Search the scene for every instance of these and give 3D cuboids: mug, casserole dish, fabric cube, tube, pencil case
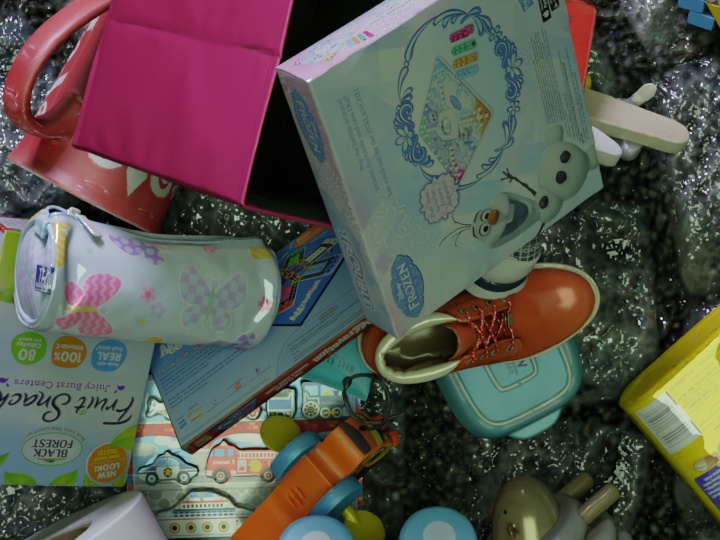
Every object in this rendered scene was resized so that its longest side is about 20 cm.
[{"bbox_3d":[-0.172,-0.146,1.040,0.133,0.178,0.201,27,88,3],"label":"mug"},{"bbox_3d":[0.109,0.049,1.122,0.120,0.039,0.201,-27,94,0],"label":"casserole dish"},{"bbox_3d":[-0.050,-0.144,0.952,0.195,0.199,0.202,10,97,-45],"label":"fabric cube"},{"bbox_3d":[0.000,0.000,1.113,0.077,0.050,0.202,19,95,17],"label":"tube"},{"bbox_3d":[-0.158,0.008,1.012,0.199,0.083,0.092,9,89,-34],"label":"pencil case"}]

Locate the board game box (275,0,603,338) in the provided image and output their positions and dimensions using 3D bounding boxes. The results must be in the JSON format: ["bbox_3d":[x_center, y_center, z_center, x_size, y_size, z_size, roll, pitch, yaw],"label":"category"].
[{"bbox_3d":[0.061,-0.091,0.889,0.198,0.043,0.201,-35,127,-22],"label":"board game box"}]

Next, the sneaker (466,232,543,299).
[{"bbox_3d":[0.070,-0.075,1.034,0.076,0.081,0.200,-32,69,-24],"label":"sneaker"}]

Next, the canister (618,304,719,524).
[{"bbox_3d":[0.328,0.140,1.110,0.148,0.087,0.200,-40,92,1],"label":"canister"}]

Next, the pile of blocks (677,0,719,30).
[{"bbox_3d":[0.284,-0.263,1.108,0.062,0.082,0.201,-40,107,-42],"label":"pile of blocks"}]

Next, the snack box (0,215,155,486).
[{"bbox_3d":[-0.237,0.067,1.063,0.141,0.053,0.202,8,102,-32],"label":"snack box"}]

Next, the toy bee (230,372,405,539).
[{"bbox_3d":[-0.013,0.161,1.084,0.199,0.108,0.132,-28,82,30],"label":"toy bee"}]

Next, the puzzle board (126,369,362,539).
[{"bbox_3d":[-0.097,0.161,1.132,0.198,0.017,0.152,-2,93,-1],"label":"puzzle board"}]

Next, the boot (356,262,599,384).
[{"bbox_3d":[0.098,0.046,1.051,0.198,0.107,0.076,-15,94,-3],"label":"boot"}]

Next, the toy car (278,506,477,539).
[{"bbox_3d":[0.019,0.314,1.020,0.175,0.185,0.201,-4,50,-2],"label":"toy car"}]

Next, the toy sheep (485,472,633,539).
[{"bbox_3d":[0.171,0.251,1.092,0.137,0.138,0.201,-33,99,0],"label":"toy sheep"}]

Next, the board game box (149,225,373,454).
[{"bbox_3d":[-0.078,0.049,1.082,0.199,0.019,0.103,-36,56,10],"label":"board game box"}]

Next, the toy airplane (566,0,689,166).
[{"bbox_3d":[0.141,-0.142,1.062,0.198,0.141,0.201,-29,79,-31],"label":"toy airplane"}]

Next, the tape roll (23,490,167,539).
[{"bbox_3d":[-0.225,0.280,1.043,0.202,0.203,0.140,-28,94,0],"label":"tape roll"}]
